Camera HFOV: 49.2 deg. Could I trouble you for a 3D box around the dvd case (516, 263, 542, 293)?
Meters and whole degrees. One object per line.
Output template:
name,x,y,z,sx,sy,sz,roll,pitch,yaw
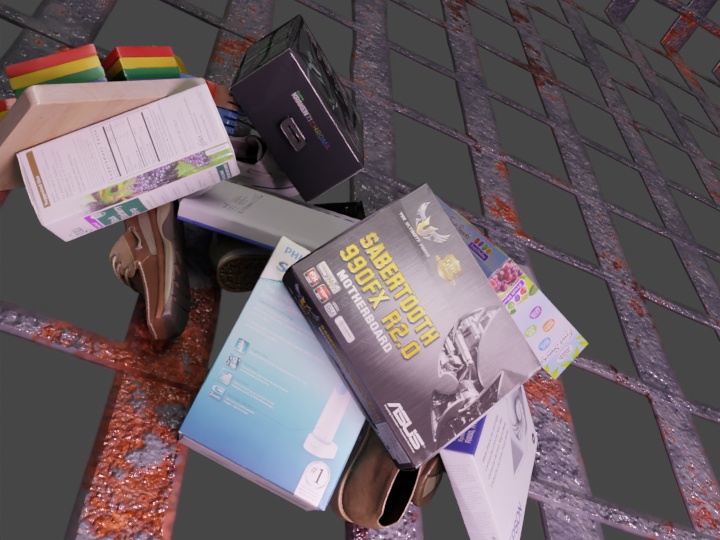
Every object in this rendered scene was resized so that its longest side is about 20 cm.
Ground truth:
dvd case,0.186,0.033,1.124,0.196,0.025,0.152,15,40,-26

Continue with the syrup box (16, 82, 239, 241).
syrup box,-0.229,-0.107,0.793,0.197,0.079,0.083,-23,83,-8

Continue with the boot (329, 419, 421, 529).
boot,0.044,0.149,0.753,0.073,0.075,0.203,35,68,-30

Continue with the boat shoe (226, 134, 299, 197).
boat shoe,-0.141,-0.146,1.035,0.197,0.066,0.073,3,45,-35

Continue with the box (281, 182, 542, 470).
box,0.047,0.047,0.704,0.157,0.048,0.202,-31,87,-22

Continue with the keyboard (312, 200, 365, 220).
keyboard,-0.009,-0.012,1.027,0.102,0.040,0.203,-3,47,-8

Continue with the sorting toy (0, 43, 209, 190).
sorting toy,-0.292,-0.162,0.811,0.197,0.198,0.071,-19,84,-48

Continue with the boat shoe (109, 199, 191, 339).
boat shoe,-0.221,-0.009,0.824,0.072,0.077,0.202,-11,45,-6

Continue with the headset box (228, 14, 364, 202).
headset box,-0.074,-0.210,1.015,0.175,0.092,0.201,56,16,-26

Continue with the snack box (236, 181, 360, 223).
snack box,-0.072,-0.055,0.990,0.196,0.025,0.073,17,40,-5

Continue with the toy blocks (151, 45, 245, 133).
toy blocks,-0.204,-0.212,0.989,0.134,0.102,0.200,17,7,13

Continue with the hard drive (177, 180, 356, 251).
hard drive,-0.089,-0.051,0.882,0.196,0.026,0.132,18,19,3

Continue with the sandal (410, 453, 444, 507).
sandal,0.073,0.171,0.837,0.053,0.083,0.201,15,32,9

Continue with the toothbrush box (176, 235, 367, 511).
toothbrush box,-0.060,0.096,0.729,0.144,0.085,0.203,28,70,-6

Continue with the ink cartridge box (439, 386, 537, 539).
ink cartridge box,0.134,0.163,0.821,0.203,0.040,0.200,68,28,-23

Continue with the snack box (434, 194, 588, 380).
snack box,0.161,0.020,0.940,0.200,0.068,0.169,42,6,-39

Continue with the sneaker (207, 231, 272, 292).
sneaker,-0.088,-0.022,0.927,0.197,0.068,0.090,2,34,-33
